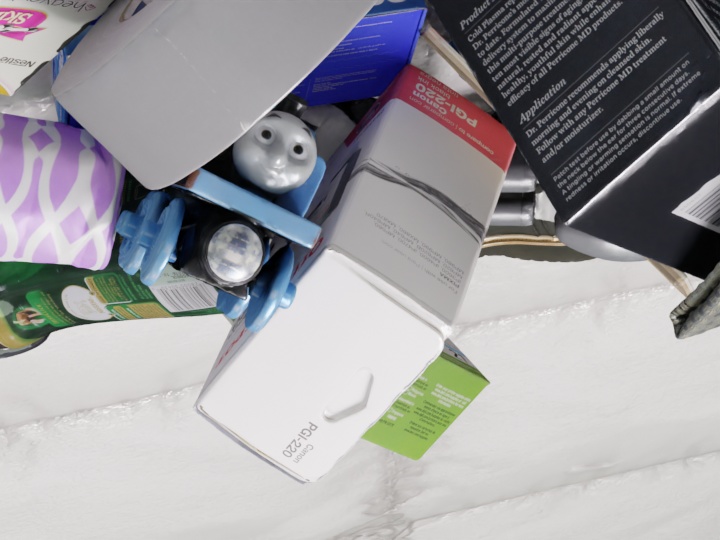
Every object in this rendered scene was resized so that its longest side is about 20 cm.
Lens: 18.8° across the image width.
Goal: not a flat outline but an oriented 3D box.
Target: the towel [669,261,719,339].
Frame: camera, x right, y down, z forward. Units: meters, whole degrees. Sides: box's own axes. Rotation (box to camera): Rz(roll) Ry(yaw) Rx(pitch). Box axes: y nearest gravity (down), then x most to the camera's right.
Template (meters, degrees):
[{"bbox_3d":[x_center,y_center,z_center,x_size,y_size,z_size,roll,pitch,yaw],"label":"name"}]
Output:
[{"bbox_3d":[0.264,-0.045,1.105,0.192,0.035,0.200,-19,159,-27],"label":"towel"}]

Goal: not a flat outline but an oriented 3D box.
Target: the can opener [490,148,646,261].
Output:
[{"bbox_3d":[0.094,-0.046,1.346,0.200,0.067,0.053,4,128,4],"label":"can opener"}]

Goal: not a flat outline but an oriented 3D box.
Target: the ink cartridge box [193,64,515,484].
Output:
[{"bbox_3d":[0.000,0.000,1.196,0.085,0.200,0.146,33,126,-10],"label":"ink cartridge box"}]

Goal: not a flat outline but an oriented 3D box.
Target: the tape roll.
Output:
[{"bbox_3d":[-0.054,-0.132,1.016,0.066,0.200,0.200,45,129,-14],"label":"tape roll"}]

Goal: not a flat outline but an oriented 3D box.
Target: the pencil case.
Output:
[{"bbox_3d":[-0.225,-0.052,1.176,0.200,0.084,0.085,12,-172,-13],"label":"pencil case"}]

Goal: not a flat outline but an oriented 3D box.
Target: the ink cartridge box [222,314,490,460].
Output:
[{"bbox_3d":[-0.030,0.019,1.407,0.076,0.200,0.148,-47,147,9],"label":"ink cartridge box"}]

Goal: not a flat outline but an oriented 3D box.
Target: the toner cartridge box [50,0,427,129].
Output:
[{"bbox_3d":[-0.070,-0.125,1.207,0.200,0.043,0.095,-9,155,-14],"label":"toner cartridge box"}]

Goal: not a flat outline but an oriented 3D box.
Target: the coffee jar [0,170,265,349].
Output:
[{"bbox_3d":[-0.160,-0.014,1.289,0.200,0.104,0.085,-9,145,21],"label":"coffee jar"}]

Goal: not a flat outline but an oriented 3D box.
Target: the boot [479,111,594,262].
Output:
[{"bbox_3d":[0.070,-0.073,1.402,0.200,0.078,0.138,-5,137,-3],"label":"boot"}]

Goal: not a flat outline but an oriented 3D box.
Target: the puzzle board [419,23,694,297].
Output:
[{"bbox_3d":[0.120,-0.062,1.251,0.017,0.200,0.151,-45,170,6],"label":"puzzle board"}]

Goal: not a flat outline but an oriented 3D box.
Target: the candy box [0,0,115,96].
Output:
[{"bbox_3d":[-0.171,-0.166,1.034,0.136,0.061,0.200,8,148,-43],"label":"candy box"}]

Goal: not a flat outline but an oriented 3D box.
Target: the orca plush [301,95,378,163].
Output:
[{"bbox_3d":[-0.020,-0.073,1.322,0.200,0.071,0.105,1,123,14],"label":"orca plush"}]

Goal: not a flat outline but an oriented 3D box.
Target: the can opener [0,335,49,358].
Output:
[{"bbox_3d":[-0.299,0.028,1.401,0.200,0.064,0.079,-2,-178,-6],"label":"can opener"}]

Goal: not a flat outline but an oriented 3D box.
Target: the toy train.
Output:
[{"bbox_3d":[-0.069,-0.039,1.112,0.087,0.114,0.200,24,179,-12],"label":"toy train"}]

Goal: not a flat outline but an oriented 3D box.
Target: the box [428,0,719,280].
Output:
[{"bbox_3d":[0.157,-0.112,1.157,0.124,0.197,0.200,-41,147,23],"label":"box"}]
